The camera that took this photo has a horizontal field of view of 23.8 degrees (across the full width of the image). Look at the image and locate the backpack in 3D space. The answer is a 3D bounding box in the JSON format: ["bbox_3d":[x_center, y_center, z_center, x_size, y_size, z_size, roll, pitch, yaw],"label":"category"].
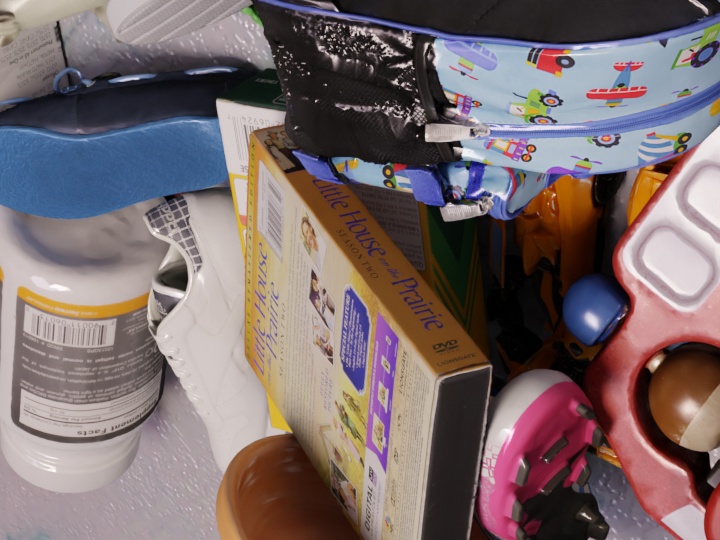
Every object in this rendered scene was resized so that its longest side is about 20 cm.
[{"bbox_3d":[0.079,-0.107,0.697,0.199,0.183,0.135,12,134,28],"label":"backpack"}]

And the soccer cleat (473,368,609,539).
[{"bbox_3d":[0.068,0.090,0.813,0.086,0.070,0.200,40,166,26],"label":"soccer cleat"}]

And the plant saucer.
[{"bbox_3d":[0.015,0.156,0.822,0.200,0.200,0.038,37,110,16],"label":"plant saucer"}]

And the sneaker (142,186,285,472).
[{"bbox_3d":[-0.087,0.040,1.008,0.076,0.080,0.201,45,142,51],"label":"sneaker"}]

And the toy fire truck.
[{"bbox_3d":[0.177,0.033,0.732,0.168,0.112,0.201,42,126,11],"label":"toy fire truck"}]

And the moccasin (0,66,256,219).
[{"bbox_3d":[-0.140,-0.075,0.981,0.198,0.068,0.081,0,134,25],"label":"moccasin"}]

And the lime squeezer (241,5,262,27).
[{"bbox_3d":[-0.038,-0.156,0.882,0.070,0.038,0.201,-31,96,17],"label":"lime squeezer"}]

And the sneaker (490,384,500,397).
[{"bbox_3d":[0.027,0.088,0.957,0.199,0.078,0.066,30,137,25],"label":"sneaker"}]

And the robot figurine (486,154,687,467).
[{"bbox_3d":[0.117,0.013,0.833,0.144,0.058,0.201,24,131,30],"label":"robot figurine"}]

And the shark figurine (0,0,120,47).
[{"bbox_3d":[-0.200,-0.173,0.945,0.128,0.213,0.090,99,155,-72],"label":"shark figurine"}]

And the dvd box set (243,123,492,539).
[{"bbox_3d":[-0.004,0.043,0.803,0.200,0.029,0.147,-128,33,-46],"label":"dvd box set"}]

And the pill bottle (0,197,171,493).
[{"bbox_3d":[-0.179,0.041,1.082,0.116,0.116,0.201,33,136,20],"label":"pill bottle"}]

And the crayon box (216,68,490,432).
[{"bbox_3d":[0.000,0.000,0.903,0.125,0.052,0.202,12,122,33],"label":"crayon box"}]

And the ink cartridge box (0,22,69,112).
[{"bbox_3d":[-0.245,-0.133,1.054,0.115,0.067,0.201,17,128,33],"label":"ink cartridge box"}]

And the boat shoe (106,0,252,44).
[{"bbox_3d":[-0.052,-0.186,0.825,0.199,0.072,0.071,-34,74,24],"label":"boat shoe"}]
